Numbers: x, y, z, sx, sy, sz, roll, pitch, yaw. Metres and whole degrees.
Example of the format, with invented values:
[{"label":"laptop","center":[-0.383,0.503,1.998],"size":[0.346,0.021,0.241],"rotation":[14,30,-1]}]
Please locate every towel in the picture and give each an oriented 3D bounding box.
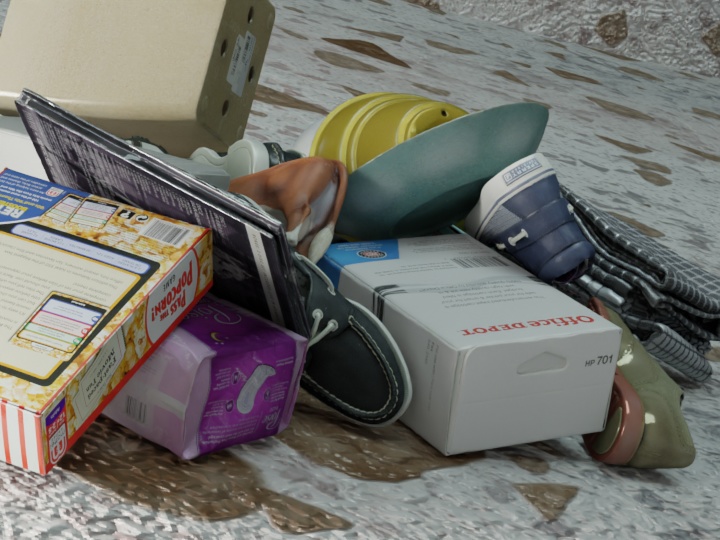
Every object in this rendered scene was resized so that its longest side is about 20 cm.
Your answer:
[{"label":"towel","center":[0.213,-0.001,1.724],"size":[0.199,0.086,0.165],"rotation":[35,5,33]}]

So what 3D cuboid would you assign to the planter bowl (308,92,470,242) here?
[{"label":"planter bowl","center":[0.060,-0.082,1.758],"size":[0.199,0.202,0.083],"rotation":[10,-28,-24]}]

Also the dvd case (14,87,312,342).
[{"label":"dvd case","center":[-0.123,-0.032,1.312],"size":[0.199,0.016,0.149],"rotation":[28,-23,20]}]

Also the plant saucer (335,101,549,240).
[{"label":"plant saucer","center":[0.062,-0.064,1.585],"size":[0.200,0.200,0.039],"rotation":[-5,68,-54]}]

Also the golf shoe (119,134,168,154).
[{"label":"golf shoe","center":[-0.203,-0.052,1.639],"size":[0.094,0.078,0.199],"rotation":[35,28,25]}]

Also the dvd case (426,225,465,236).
[{"label":"dvd case","center":[0.144,0.022,1.686],"size":[0.199,0.022,0.146],"rotation":[33,6,-32]}]

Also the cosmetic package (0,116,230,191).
[{"label":"cosmetic package","center":[-0.202,-0.042,1.472],"size":[0.199,0.108,0.090],"rotation":[19,13,33]}]

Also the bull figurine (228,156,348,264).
[{"label":"bull figurine","center":[-0.096,-0.024,1.526],"size":[0.065,0.199,0.122],"rotation":[44,39,-31]}]

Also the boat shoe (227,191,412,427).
[{"label":"boat shoe","center":[-0.047,0.029,1.383],"size":[0.200,0.076,0.060],"rotation":[42,10,8]}]

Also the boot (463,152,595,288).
[{"label":"boot","center":[0.132,-0.021,1.583],"size":[0.091,0.072,0.200],"rotation":[60,-2,9]}]

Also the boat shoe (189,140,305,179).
[{"label":"boat shoe","center":[-0.097,-0.063,1.671],"size":[0.060,0.076,0.200],"rotation":[10,-3,-23]}]

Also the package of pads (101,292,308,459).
[{"label":"package of pads","center":[-0.145,0.044,1.315],"size":[0.199,0.076,0.120],"rotation":[25,19,30]}]

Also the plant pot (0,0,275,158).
[{"label":"plant pot","center":[-0.185,-0.199,1.786],"size":[0.175,0.202,0.200],"rotation":[13,-7,16]}]

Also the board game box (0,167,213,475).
[{"label":"board game box","center":[-0.199,0.023,1.214],"size":[0.150,0.047,0.200],"rotation":[17,38,19]}]

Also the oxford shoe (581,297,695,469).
[{"label":"oxford shoe","center":[0.198,0.090,1.538],"size":[0.073,0.071,0.201],"rotation":[18,28,-14]}]

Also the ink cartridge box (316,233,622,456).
[{"label":"ink cartridge box","center":[0.069,0.047,1.483],"size":[0.145,0.087,0.200],"rotation":[-5,25,-32]}]

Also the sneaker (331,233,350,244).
[{"label":"sneaker","center":[-0.001,0.003,1.657],"size":[0.104,0.060,0.199],"rotation":[32,24,35]}]

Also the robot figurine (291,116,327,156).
[{"label":"robot figurine","center":[0.016,-0.075,1.858],"size":[0.198,0.114,0.170],"rotation":[12,13,-17]}]
